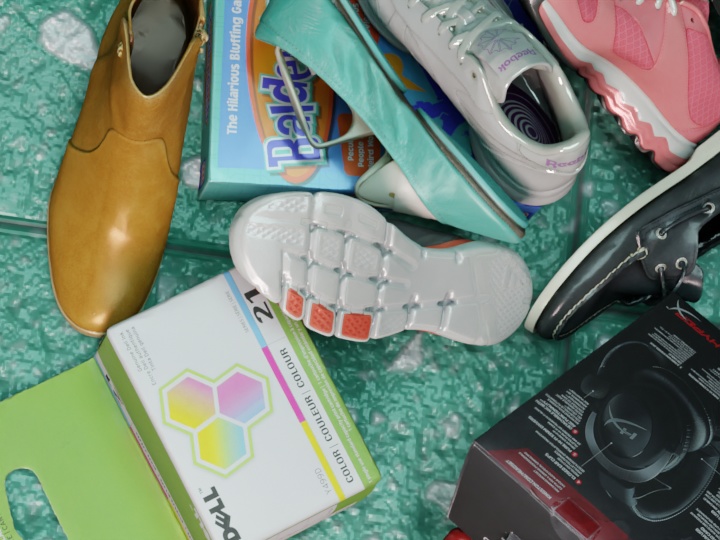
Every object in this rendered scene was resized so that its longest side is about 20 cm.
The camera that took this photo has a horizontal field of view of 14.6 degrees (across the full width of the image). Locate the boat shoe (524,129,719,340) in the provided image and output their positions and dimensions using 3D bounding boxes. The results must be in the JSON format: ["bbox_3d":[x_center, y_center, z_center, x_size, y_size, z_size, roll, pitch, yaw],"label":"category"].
[{"bbox_3d":[0.184,-0.012,1.659,0.199,0.075,0.066,-37,75,-26],"label":"boat shoe"}]

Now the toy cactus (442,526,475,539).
[{"bbox_3d":[0.031,0.257,1.571,0.165,0.102,0.200,-19,84,4],"label":"toy cactus"}]

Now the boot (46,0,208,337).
[{"bbox_3d":[-0.130,-0.072,1.572,0.071,0.144,0.201,11,76,-8],"label":"boot"}]

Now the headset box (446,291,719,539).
[{"bbox_3d":[0.158,0.124,1.570,0.149,0.077,0.200,40,53,21],"label":"headset box"}]

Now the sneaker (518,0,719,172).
[{"bbox_3d":[0.155,-0.147,1.640,0.087,0.074,0.200,-39,127,10],"label":"sneaker"}]

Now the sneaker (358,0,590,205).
[{"bbox_3d":[0.069,-0.134,1.603,0.075,0.100,0.200,-36,86,-15],"label":"sneaker"}]

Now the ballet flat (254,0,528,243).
[{"bbox_3d":[0.011,-0.079,1.604,0.070,0.067,0.200,-39,86,5],"label":"ballet flat"}]

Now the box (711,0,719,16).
[{"bbox_3d":[0.287,-0.188,1.663,0.148,0.124,0.200,-21,80,-55],"label":"box"}]

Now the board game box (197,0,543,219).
[{"bbox_3d":[0.007,-0.112,1.660,0.200,0.045,0.152,3,77,-10],"label":"board game box"}]

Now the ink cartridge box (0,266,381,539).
[{"bbox_3d":[-0.113,0.103,1.571,0.200,0.076,0.148,-26,84,-17],"label":"ink cartridge box"}]

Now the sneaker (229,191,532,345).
[{"bbox_3d":[0.000,0.000,1.595,0.200,0.082,0.077,17,92,-34],"label":"sneaker"}]
